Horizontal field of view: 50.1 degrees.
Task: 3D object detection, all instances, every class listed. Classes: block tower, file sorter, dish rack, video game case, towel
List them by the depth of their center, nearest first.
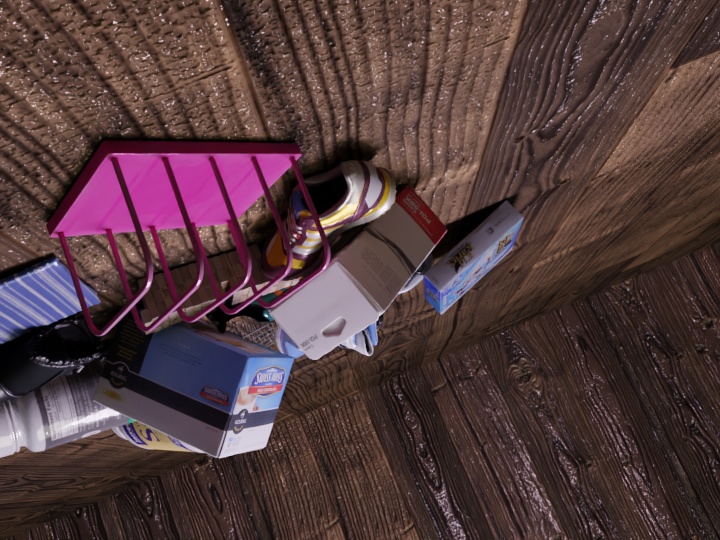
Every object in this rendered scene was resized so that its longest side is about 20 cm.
[{"bbox_3d":[-0.148,-0.026,0.699,0.200,0.126,0.139,-9,160,-45],"label":"file sorter"},{"bbox_3d":[-0.390,0.046,0.810,0.200,0.024,0.145,-23,164,-7],"label":"towel"},{"bbox_3d":[-0.177,0.016,0.953,0.200,0.058,0.054,-20,165,-19],"label":"block tower"},{"bbox_3d":[-0.157,0.091,1.260,0.200,0.055,0.153,-27,167,8],"label":"dish rack"},{"bbox_3d":[0.188,-0.016,1.305,0.181,0.045,0.200,-43,167,-5],"label":"video game case"}]

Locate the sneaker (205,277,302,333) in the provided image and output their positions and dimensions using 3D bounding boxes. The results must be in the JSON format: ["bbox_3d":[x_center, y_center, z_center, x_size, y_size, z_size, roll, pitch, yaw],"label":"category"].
[{"bbox_3d":[-0.114,0.028,1.032,0.200,0.080,0.071,-18,164,-19],"label":"sneaker"}]

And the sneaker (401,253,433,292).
[{"bbox_3d":[0.024,0.014,1.259,0.200,0.073,0.071,-30,-163,4],"label":"sneaker"}]

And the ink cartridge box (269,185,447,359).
[{"bbox_3d":[0.000,0.000,0.951,0.147,0.083,0.200,-36,-172,41],"label":"ink cartridge box"}]

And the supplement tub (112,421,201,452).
[{"bbox_3d":[-0.291,0.207,1.202,0.200,0.146,0.145,-8,178,39],"label":"supplement tub"}]

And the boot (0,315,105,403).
[{"bbox_3d":[-0.411,0.118,0.897,0.162,0.073,0.198,-25,176,30],"label":"boot"}]

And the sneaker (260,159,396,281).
[{"bbox_3d":[-0.059,-0.058,0.853,0.200,0.075,0.090,-38,152,27],"label":"sneaker"}]

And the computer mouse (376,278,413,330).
[{"bbox_3d":[0.037,0.027,1.189,0.034,0.059,0.200,28,97,-50],"label":"computer mouse"}]

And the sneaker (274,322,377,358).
[{"bbox_3d":[-0.045,0.093,1.127,0.081,0.146,0.200,-11,137,-42],"label":"sneaker"}]

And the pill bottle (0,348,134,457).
[{"bbox_3d":[-0.416,0.183,1.070,0.200,0.113,0.113,-14,163,-31],"label":"pill bottle"}]

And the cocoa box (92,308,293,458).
[{"bbox_3d":[-0.214,0.140,1.002,0.200,0.131,0.133,18,180,21],"label":"cocoa box"}]

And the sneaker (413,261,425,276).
[{"bbox_3d":[0.013,0.007,1.151,0.200,0.079,0.075,-32,153,30],"label":"sneaker"}]
